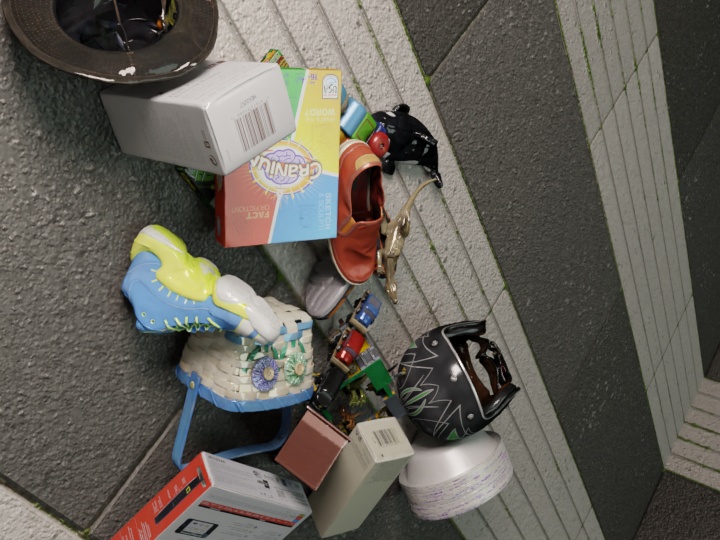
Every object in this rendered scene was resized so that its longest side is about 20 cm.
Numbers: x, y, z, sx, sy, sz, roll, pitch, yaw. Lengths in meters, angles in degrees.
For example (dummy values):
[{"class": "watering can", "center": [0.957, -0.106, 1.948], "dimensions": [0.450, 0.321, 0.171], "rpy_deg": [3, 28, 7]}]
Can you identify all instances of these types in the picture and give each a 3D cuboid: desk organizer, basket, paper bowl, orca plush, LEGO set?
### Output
[{"class": "desk organizer", "center": [-0.070, 0.247, 1.014], "dimensions": [0.078, 0.071, 0.200], "rpy_deg": [-54, 176, -16]}, {"class": "basket", "center": [-0.145, 0.142, 0.921], "dimensions": [0.174, 0.138, 0.205], "rpy_deg": [-5, 116, -48]}, {"class": "paper bowl", "center": [0.160, 0.338, 1.304], "dimensions": [0.198, 0.199, 0.107], "rpy_deg": [-26, 93, -42]}, {"class": "orca plush", "center": [0.088, -0.183, 1.139], "dimensions": [0.200, 0.070, 0.107], "rpy_deg": [43, 70, -47]}, {"class": "LEGO set", "center": [-0.018, 0.168, 1.130], "dimensions": [0.153, 0.116, 0.201], "rpy_deg": [-38, 134, 2]}]

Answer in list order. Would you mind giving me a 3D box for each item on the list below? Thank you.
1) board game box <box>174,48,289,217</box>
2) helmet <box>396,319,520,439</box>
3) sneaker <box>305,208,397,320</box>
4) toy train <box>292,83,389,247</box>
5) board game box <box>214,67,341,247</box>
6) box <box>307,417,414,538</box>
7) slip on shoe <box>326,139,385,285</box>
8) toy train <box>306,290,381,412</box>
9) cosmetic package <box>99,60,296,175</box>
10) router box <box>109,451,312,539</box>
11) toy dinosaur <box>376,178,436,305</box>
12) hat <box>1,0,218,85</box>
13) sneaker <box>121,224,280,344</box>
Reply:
[{"class": "board game box", "center": [-0.136, -0.164, 0.922], "dimensions": [0.202, 0.023, 0.105], "rpy_deg": [-57, 140, -20]}, {"class": "helmet", "center": [0.151, 0.185, 1.240], "dimensions": [0.187, 0.198, 0.206], "rpy_deg": [-19, 117, -34]}, {"class": "sneaker", "center": [0.000, 0.000, 1.092], "dimensions": [0.112, 0.076, 0.203], "rpy_deg": [46, 67, -45]}, {"class": "toy train", "center": [-0.057, -0.139, 0.971], "dimensions": [0.202, 0.084, 0.116], "rpy_deg": [-55, 139, -8]}, {"class": "board game box", "center": [-0.098, -0.137, 0.888], "dimensions": [0.149, 0.040, 0.206], "rpy_deg": [-7, 109, -27]}, {"class": "box", "center": [-0.004, 0.313, 1.121], "dimensions": [0.081, 0.069, 0.202], "rpy_deg": [0, 133, -39]}, {"class": "slip on shoe", "center": [-0.002, -0.065, 0.961], "dimensions": [0.073, 0.061, 0.205], "rpy_deg": [-16, 127, -27]}, {"class": "toy train", "center": [-0.018, 0.104, 1.011], "dimensions": [0.034, 0.046, 0.202], "rpy_deg": [38, 53, -14]}, {"class": "cosmetic package", "center": [-0.167, -0.160, 0.748], "dimensions": [0.101, 0.197, 0.076], "rpy_deg": [-39, 129, -34]}, {"class": "router box", "center": [-0.186, 0.324, 0.939], "dimensions": [0.179, 0.049, 0.199], "rpy_deg": [-43, 139, 10]}, {"class": "toy dinosaur", "center": [0.053, -0.058, 1.080], "dimensions": [0.101, 0.057, 0.205], "rpy_deg": [43, 62, -70]}, {"class": "hat", "center": [-0.239, -0.237, 0.723], "dimensions": [0.195, 0.081, 0.206], "rpy_deg": [9, 64, -18]}, {"class": "sneaker", "center": [-0.184, 0.043, 0.826], "dimensions": [0.106, 0.198, 0.076], "rpy_deg": [-55, 166, 5]}]
